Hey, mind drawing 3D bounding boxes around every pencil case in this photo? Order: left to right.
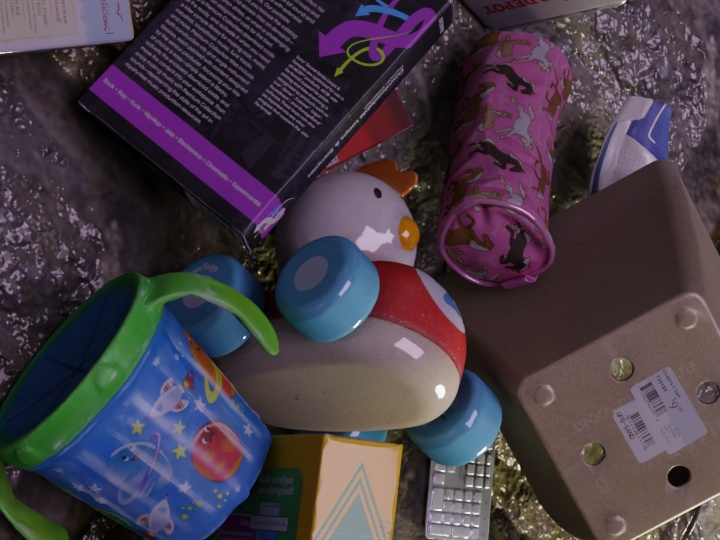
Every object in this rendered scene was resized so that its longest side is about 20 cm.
[{"bbox_3d":[0.101,-0.078,1.399,0.086,0.083,0.201,20,43,-6],"label":"pencil case"}]

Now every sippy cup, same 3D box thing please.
[{"bbox_3d":[-0.129,0.093,1.202,0.130,0.177,0.140,43,51,-18],"label":"sippy cup"}]

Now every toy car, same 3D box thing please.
[{"bbox_3d":[0.000,0.000,1.315,0.184,0.176,0.201,45,49,-40],"label":"toy car"}]

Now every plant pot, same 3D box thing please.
[{"bbox_3d":[0.180,0.074,1.373,0.199,0.177,0.201,-28,106,6],"label":"plant pot"}]

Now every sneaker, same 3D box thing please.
[{"bbox_3d":[0.219,-0.019,1.505,0.081,0.114,0.201,57,49,-76],"label":"sneaker"}]

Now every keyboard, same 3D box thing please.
[{"bbox_3d":[0.077,0.094,1.461,0.056,0.011,0.202,10,81,-38],"label":"keyboard"}]

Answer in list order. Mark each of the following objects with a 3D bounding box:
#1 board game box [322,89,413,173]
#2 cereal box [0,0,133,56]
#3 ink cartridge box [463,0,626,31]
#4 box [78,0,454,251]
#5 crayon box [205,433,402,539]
[{"bbox_3d":[-0.049,-0.165,1.338,0.103,0.019,0.201,-29,93,-37],"label":"board game box"},{"bbox_3d":[-0.235,-0.198,1.204,0.199,0.039,0.145,-11,95,-39],"label":"cereal box"},{"bbox_3d":[0.094,-0.269,1.406,0.200,0.146,0.085,42,62,-30],"label":"ink cartridge box"},{"bbox_3d":[-0.057,-0.131,1.262,0.143,0.036,0.200,38,80,17],"label":"box"},{"bbox_3d":[-0.047,0.189,1.232,0.058,0.200,0.174,12,81,-23],"label":"crayon box"}]
